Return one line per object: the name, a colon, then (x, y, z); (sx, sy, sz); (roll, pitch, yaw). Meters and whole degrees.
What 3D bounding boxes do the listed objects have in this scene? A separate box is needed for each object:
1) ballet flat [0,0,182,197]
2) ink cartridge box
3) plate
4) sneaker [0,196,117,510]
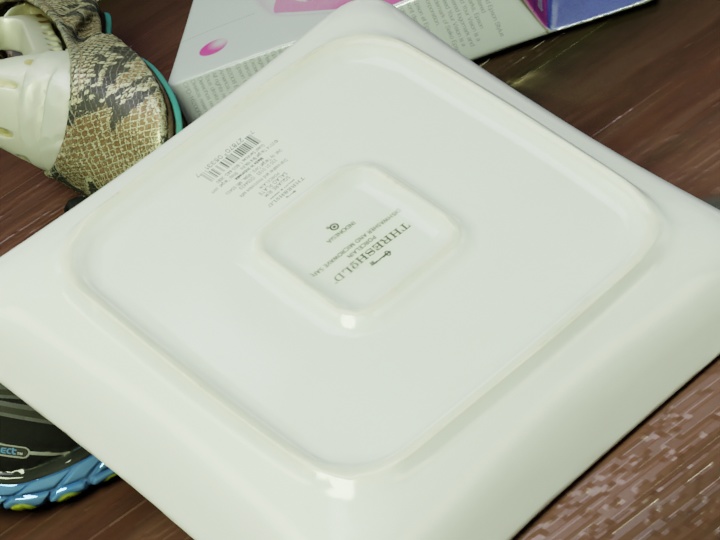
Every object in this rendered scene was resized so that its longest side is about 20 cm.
ballet flat: (-0.130, -0.076, 1.089); (0.075, 0.068, 0.200); (9, 17, -19)
ink cartridge box: (0.024, -0.139, 1.112); (0.199, 0.043, 0.197); (-19, 27, 15)
plate: (0.000, 0.000, 0.807); (0.199, 0.032, 0.200); (-39, 54, -24)
sneaker: (-0.061, 0.004, 0.879); (0.199, 0.083, 0.071); (-31, 28, -12)
